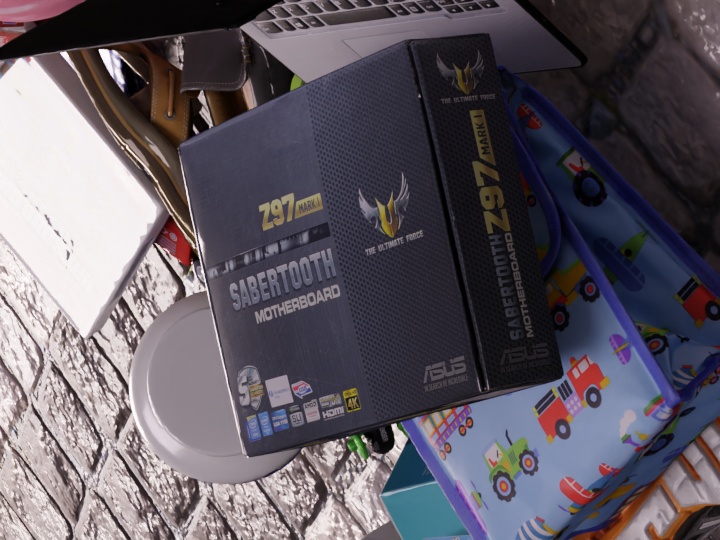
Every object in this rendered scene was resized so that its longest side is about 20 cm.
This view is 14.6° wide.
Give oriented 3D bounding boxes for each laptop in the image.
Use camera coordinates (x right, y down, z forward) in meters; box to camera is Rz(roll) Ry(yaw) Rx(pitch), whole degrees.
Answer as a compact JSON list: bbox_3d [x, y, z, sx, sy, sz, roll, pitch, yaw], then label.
[{"bbox_3d":[-0.036,-0.099,1.321,0.187,0.117,0.200,-2,149,46],"label":"laptop"}]

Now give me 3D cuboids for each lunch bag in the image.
[{"bbox_3d":[0.072,0.013,1.310,0.200,0.094,0.151,53,131,16],"label":"lunch bag"}]

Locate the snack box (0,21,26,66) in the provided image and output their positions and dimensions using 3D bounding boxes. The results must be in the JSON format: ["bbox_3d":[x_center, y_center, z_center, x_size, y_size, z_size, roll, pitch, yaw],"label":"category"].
[{"bbox_3d":[-0.229,-0.148,1.671,0.200,0.024,0.072,146,123,-68],"label":"snack box"}]

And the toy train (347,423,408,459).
[{"bbox_3d":[-0.009,0.035,1.593,0.057,0.042,0.201,59,171,38],"label":"toy train"}]

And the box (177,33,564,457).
[{"bbox_3d":[0.000,-0.007,1.289,0.200,0.051,0.159,-18,82,52],"label":"box"}]

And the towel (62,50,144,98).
[{"bbox_3d":[-0.184,-0.145,1.769,0.145,0.024,0.201,35,143,40],"label":"towel"}]

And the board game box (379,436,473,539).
[{"bbox_3d":[0.090,0.149,1.442,0.047,0.151,0.201,-15,113,27],"label":"board game box"}]

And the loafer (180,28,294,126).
[{"bbox_3d":[-0.068,-0.116,1.555,0.201,0.072,0.073,62,152,-4],"label":"loafer"}]

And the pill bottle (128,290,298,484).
[{"bbox_3d":[-0.077,0.069,1.632,0.111,0.111,0.200,57,177,4],"label":"pill bottle"}]

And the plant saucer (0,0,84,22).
[{"bbox_3d":[-0.188,-0.239,1.539,0.199,0.051,0.202,-6,80,36],"label":"plant saucer"}]

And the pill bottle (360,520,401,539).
[{"bbox_3d":[0.067,0.244,1.633,0.114,0.114,0.201,9,124,55],"label":"pill bottle"}]

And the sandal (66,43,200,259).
[{"bbox_3d":[-0.110,-0.081,1.590,0.200,0.054,0.080,54,175,8],"label":"sandal"}]

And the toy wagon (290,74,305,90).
[{"bbox_3d":[0.038,-0.039,1.492,0.155,0.039,0.201,14,128,54],"label":"toy wagon"}]

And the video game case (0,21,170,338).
[{"bbox_3d":[-0.185,-0.053,1.719,0.143,0.017,0.200,50,150,7],"label":"video game case"}]

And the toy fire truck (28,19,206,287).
[{"bbox_3d":[-0.127,-0.088,1.676,0.200,0.049,0.141,36,144,20],"label":"toy fire truck"}]

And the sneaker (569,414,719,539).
[{"bbox_3d":[0.171,0.083,1.362,0.200,0.077,0.079,-42,73,43],"label":"sneaker"}]
